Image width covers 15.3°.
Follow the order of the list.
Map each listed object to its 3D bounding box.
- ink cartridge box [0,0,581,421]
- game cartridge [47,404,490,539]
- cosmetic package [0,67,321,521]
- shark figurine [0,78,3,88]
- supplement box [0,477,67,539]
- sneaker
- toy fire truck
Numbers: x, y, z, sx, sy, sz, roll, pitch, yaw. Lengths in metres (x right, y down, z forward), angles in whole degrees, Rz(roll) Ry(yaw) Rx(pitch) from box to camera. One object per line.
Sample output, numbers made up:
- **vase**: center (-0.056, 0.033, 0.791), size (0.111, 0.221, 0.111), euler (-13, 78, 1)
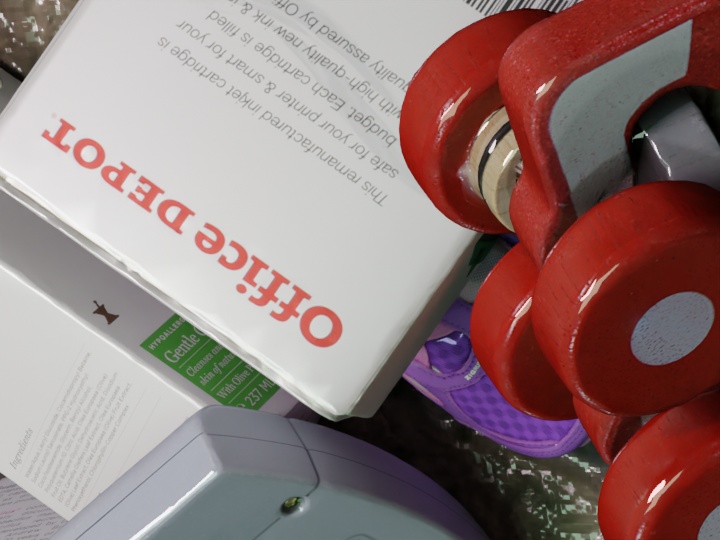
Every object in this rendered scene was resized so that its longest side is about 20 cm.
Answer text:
- **ink cartridge box**: center (-0.003, -0.072, 0.851), size (0.146, 0.084, 0.200), euler (36, 91, 7)
- **game cartridge**: center (-0.029, 0.117, 0.945), size (0.133, 0.200, 0.042), euler (-44, 50, 12)
- **cosmetic package**: center (-0.112, 0.013, 0.982), size (0.200, 0.108, 0.085), euler (35, 123, 6)
- **shark figurine**: center (-0.163, -0.159, 0.922), size (0.128, 0.089, 0.215), euler (32, 108, 14)
- **supplement box**: center (-0.127, 0.156, 0.998), size (0.103, 0.200, 0.101), euler (-13, 107, 28)
- **sneaker**: center (0.000, 0.000, 0.934), size (0.200, 0.088, 0.081), euler (41, 122, 2)
- **toy fire truck**: center (0.116, -0.014, 0.765), size (0.168, 0.112, 0.200), euler (-28, 133, -7)
